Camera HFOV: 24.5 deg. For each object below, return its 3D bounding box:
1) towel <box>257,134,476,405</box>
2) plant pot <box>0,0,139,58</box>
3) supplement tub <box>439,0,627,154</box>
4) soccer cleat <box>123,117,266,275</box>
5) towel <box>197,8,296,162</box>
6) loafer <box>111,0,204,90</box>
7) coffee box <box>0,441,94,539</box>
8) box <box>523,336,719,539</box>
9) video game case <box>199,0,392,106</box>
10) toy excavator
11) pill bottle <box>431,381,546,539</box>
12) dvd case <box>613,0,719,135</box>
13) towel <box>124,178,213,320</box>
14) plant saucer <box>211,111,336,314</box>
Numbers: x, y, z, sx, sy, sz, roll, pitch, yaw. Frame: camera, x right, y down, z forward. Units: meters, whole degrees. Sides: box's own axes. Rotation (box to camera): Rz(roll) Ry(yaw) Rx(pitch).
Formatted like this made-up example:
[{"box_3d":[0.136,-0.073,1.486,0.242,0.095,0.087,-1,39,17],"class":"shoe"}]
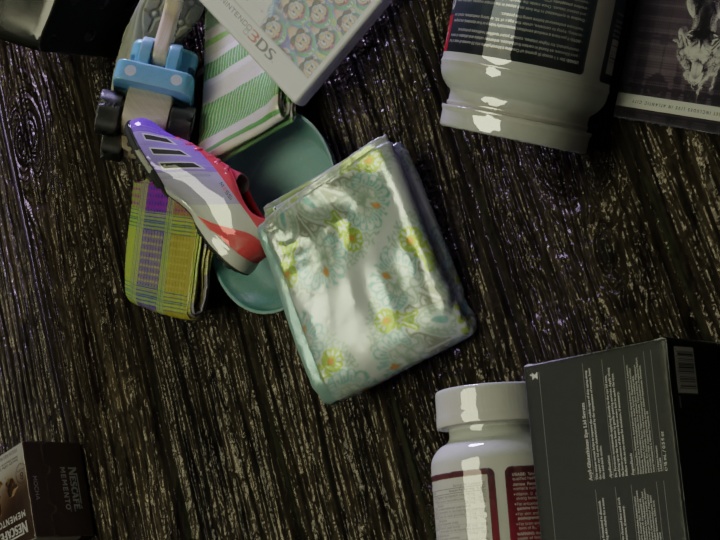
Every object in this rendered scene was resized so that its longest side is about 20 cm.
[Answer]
[{"box_3d":[0.000,0.000,1.504,0.171,0.048,0.201,-30,74,33],"class":"towel"},{"box_3d":[-0.337,-0.339,1.844,0.177,0.199,0.200,38,113,28],"class":"plant pot"},{"box_3d":[0.142,-0.204,1.340,0.140,0.140,0.201,17,97,46],"class":"supplement tub"},{"box_3d":[-0.152,-0.087,1.624,0.073,0.068,0.200,-45,73,12],"class":"soccer cleat"},{"box_3d":[-0.116,-0.212,1.671,0.152,0.023,0.201,-26,55,43],"class":"towel"},{"box_3d":[-0.219,-0.262,1.782,0.201,0.070,0.070,-58,29,27],"class":"loafer"},{"box_3d":[-0.398,0.280,1.906,0.200,0.079,0.114,-30,63,41],"class":"coffee box"},{"box_3d":[0.209,0.162,1.273,0.141,0.079,0.202,-14,76,42],"class":"box"},{"box_3d":[-0.051,-0.290,1.578,0.200,0.024,0.182,-48,67,15],"class":"video game case"},{"box_3d":[-0.205,-0.224,1.711,0.195,0.099,0.201,106,175,-71],"class":"toy excavator"},{"box_3d":[0.114,0.196,1.348,0.109,0.109,0.202,-15,74,45],"class":"pill bottle"},{"box_3d":[0.277,-0.208,1.287,0.148,0.016,0.201,16,96,45],"class":"dvd case"},{"box_3d":[-0.200,-0.025,1.742,0.200,0.023,0.145,6,91,60],"class":"towel"},{"box_3d":[-0.077,-0.056,1.634,0.199,0.036,0.202,-7,81,47],"class":"plant saucer"}]
